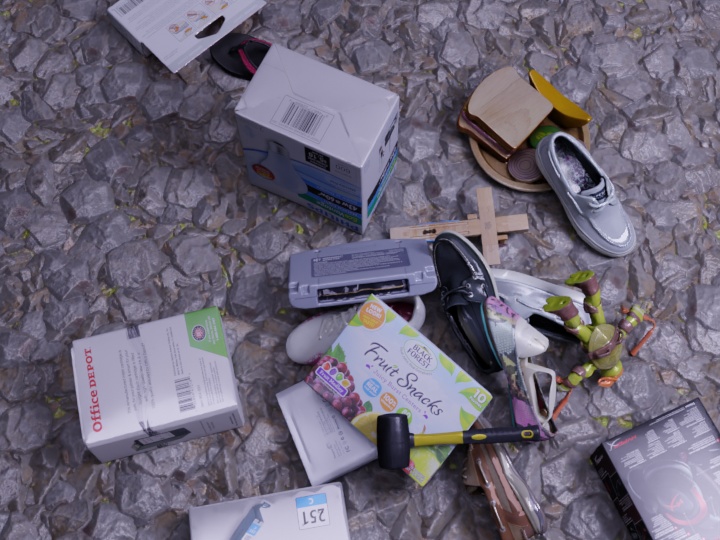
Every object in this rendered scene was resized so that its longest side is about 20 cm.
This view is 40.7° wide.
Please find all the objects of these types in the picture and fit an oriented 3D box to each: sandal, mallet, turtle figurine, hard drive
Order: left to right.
[{"bbox_3d":[-0.146,-0.322,1.506,0.198,0.045,0.076,30,69,13],"label":"sandal"},{"bbox_3d":[0.003,0.180,1.269,0.197,0.025,0.134,-25,70,-1],"label":"hard drive"},{"bbox_3d":[0.114,0.190,1.163,0.196,0.041,0.067,-11,85,2],"label":"mallet"},{"bbox_3d":[0.299,0.094,1.261,0.199,0.064,0.162,-38,113,-9],"label":"turtle figurine"}]

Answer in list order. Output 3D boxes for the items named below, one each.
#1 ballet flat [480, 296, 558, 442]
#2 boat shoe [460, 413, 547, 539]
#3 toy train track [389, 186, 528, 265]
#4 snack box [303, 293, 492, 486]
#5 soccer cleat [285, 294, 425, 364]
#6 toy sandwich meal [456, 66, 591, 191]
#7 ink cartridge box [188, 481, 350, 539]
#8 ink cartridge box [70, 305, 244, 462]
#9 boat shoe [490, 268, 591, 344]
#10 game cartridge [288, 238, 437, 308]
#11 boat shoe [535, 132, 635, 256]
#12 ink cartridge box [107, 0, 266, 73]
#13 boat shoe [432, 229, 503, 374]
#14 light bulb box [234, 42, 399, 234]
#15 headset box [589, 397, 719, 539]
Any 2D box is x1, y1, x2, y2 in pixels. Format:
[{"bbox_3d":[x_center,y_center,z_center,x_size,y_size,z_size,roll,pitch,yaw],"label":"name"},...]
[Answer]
[{"bbox_3d":[0.212,0.124,1.241,0.070,0.069,0.204,-10,102,32],"label":"ballet flat"},{"bbox_3d":[0.159,0.253,1.226,0.071,0.076,0.201,-31,56,2],"label":"boat shoe"},{"bbox_3d":[0.141,-0.055,1.393,0.196,0.033,0.117,-5,72,4],"label":"toy train track"},{"bbox_3d":[0.048,0.149,1.221,0.199,0.053,0.143,39,88,12],"label":"snack box"},{"bbox_3d":[-0.008,0.069,1.303,0.196,0.087,0.071,-16,67,-6],"label":"soccer cleat"},{"bbox_3d":[0.248,-0.214,1.439,0.201,0.071,0.209,0,65,0],"label":"toy sandwich meal"},{"bbox_3d":[-0.105,0.367,1.192,0.196,0.045,0.179,-9,65,-4],"label":"ink cartridge box"},{"bbox_3d":[-0.264,0.149,1.271,0.196,0.084,0.148,-13,65,-6],"label":"ink cartridge box"},{"bbox_3d":[0.222,0.053,1.319,0.197,0.070,0.073,14,63,4],"label":"boat shoe"},{"bbox_3d":[0.000,0.000,1.322,0.196,0.042,0.134,-7,28,0],"label":"game cartridge"},{"bbox_3d":[0.319,-0.106,1.361,0.070,0.072,0.202,-36,87,-6],"label":"boat shoe"},{"bbox_3d":[-0.273,-0.410,1.549,0.199,0.044,0.173,-41,72,-17],"label":"ink cartridge box"},{"bbox_3d":[0.140,0.046,1.284,0.066,0.074,0.203,-28,98,-52],"label":"boat shoe"},{"bbox_3d":[-0.056,-0.179,1.355,0.196,0.201,0.126,24,69,11],"label":"light bulb box"},{"bbox_3d":[0.401,0.285,1.208,0.146,0.075,0.202,-22,67,-9],"label":"headset box"}]
